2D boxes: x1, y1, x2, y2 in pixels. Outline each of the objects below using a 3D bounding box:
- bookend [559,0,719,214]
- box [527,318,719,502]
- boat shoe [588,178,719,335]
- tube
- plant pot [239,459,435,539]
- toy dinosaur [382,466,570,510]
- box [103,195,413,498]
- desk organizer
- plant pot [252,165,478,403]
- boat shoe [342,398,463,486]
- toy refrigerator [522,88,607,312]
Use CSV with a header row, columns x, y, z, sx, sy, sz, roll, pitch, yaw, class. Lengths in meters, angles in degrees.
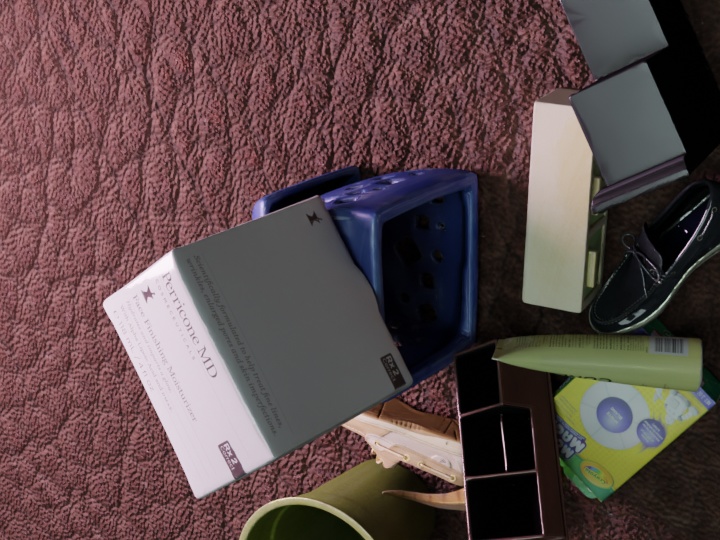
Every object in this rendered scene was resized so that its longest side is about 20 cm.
x,y,z,sx,sy,sz,roll,pitch,yaw,class
0.233,-0.179,1.130,0.091,0.200,0.201,-22,96,31,bookend
0.261,0.147,1.316,0.117,0.048,0.200,45,123,8,box
0.285,-0.014,1.224,0.200,0.062,0.075,-47,40,28,boat shoe
0.228,0.084,1.236,0.197,0.053,0.058,4,150,10,tube
-0.006,0.306,1.428,0.197,0.190,0.203,9,110,25,plant pot
0.136,0.249,1.393,0.197,0.061,0.107,-15,112,17,toy dinosaur
-0.090,0.065,1.161,0.130,0.199,0.201,-32,84,43,box
0.151,0.177,1.305,0.071,0.076,0.203,-23,63,45,desk organizer
0.000,0.000,1.323,0.178,0.199,0.203,11,112,32,plant pot
0.043,0.190,1.431,0.198,0.074,0.070,17,108,22,boat shoe
0.208,-0.069,1.254,0.069,0.076,0.203,11,111,24,toy refrigerator
